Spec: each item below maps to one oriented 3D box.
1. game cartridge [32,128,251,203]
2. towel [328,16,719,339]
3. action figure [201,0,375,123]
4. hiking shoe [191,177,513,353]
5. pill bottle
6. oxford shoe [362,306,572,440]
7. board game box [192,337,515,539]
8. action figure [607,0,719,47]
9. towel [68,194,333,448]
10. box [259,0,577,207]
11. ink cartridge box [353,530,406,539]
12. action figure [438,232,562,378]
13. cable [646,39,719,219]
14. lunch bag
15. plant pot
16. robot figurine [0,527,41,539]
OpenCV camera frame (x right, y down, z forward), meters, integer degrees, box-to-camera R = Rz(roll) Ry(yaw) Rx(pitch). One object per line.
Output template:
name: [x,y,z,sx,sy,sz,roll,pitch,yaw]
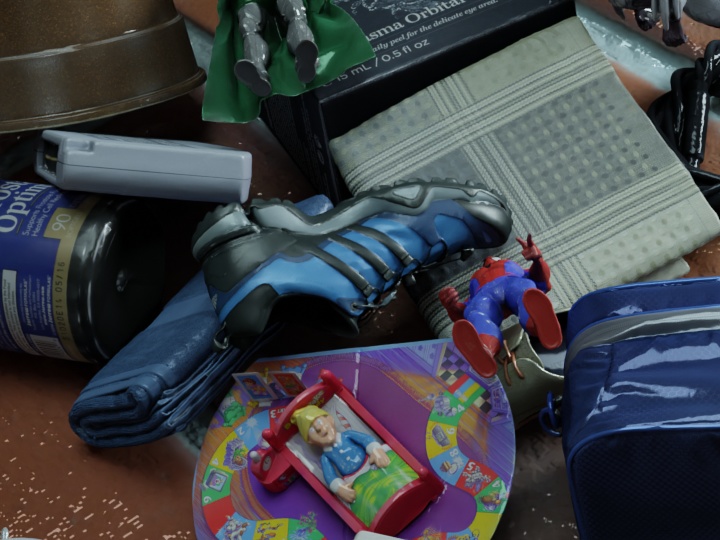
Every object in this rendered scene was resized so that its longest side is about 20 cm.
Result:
game cartridge: [-0.143,-0.070,1.256,0.133,0.041,0.200,1,6,-15]
towel: [0.106,-0.049,1.215,0.200,0.035,0.193,-27,66,-7]
action figure: [-0.062,-0.183,1.269,0.118,0.055,0.200,-16,38,3]
hiking shoe: [0.000,0.000,1.136,0.200,0.074,0.087,-9,71,-13]
pill bottle: [-0.239,-0.004,1.238,0.200,0.112,0.112,7,45,20]
oxford shoe: [0.077,0.062,1.108,0.200,0.074,0.071,-24,65,-11]
board game box: [-0.013,0.108,1.064,0.200,0.039,0.158,-7,61,22]
action figure: [0.216,-0.179,1.247,0.200,0.070,0.130,13,20,-7]
towel: [-0.092,0.036,1.186,0.112,0.049,0.200,-15,27,52]
box: [0.027,-0.159,1.341,0.196,0.118,0.200,-24,42,-12]
ink cartridge box: [0.032,0.241,0.926,0.146,0.083,0.200,10,46,21]
action figure: [0.080,0.015,1.072,0.065,0.052,0.200,-29,4,5]
cable: [0.271,-0.103,1.272,0.200,0.051,0.163,-37,47,-25]
lunch bag: [0.195,0.081,1.024,0.200,0.136,0.132,-3,42,12]
plant pot: [-0.225,-0.216,1.352,0.200,0.199,0.200,-8,14,2]
robot figurine: [-0.164,0.216,0.977,0.170,0.113,0.200,-37,47,-14]
